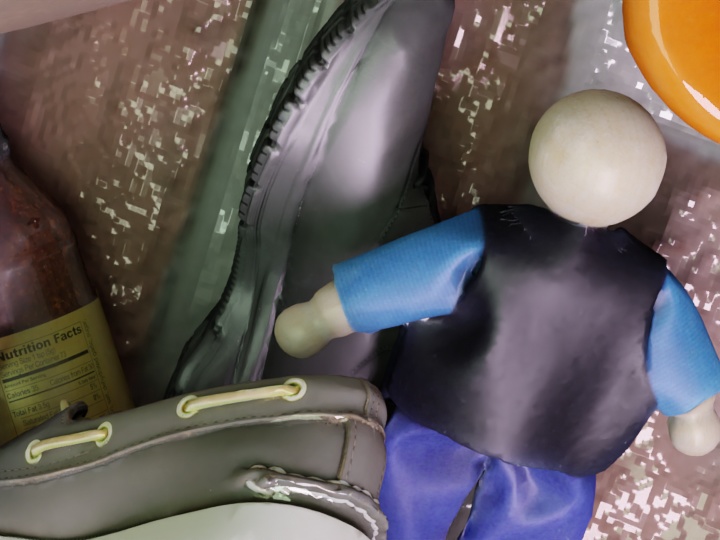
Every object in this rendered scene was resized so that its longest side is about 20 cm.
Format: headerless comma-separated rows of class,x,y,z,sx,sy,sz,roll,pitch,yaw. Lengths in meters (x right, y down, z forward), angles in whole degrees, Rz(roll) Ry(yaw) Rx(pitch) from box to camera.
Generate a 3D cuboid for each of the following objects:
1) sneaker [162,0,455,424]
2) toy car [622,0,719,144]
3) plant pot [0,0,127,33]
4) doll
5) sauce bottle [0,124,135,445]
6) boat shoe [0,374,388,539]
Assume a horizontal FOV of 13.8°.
sneaker,0.000,0.000,0.924,0.091,0.076,0.200,20,115,1
toy car,0.165,-0.092,0.802,0.200,0.150,0.175,-16,98,19
plant pot,-0.142,-0.138,0.875,0.174,0.200,0.200,1,104,-1
doll,0.038,0.037,0.879,0.136,0.048,0.200,19,115,-9
sauce bottle,-0.114,0.021,0.960,0.066,0.066,0.200,-16,96,19
boat shoe,-0.070,0.070,0.879,0.202,0.072,0.060,-10,58,42
